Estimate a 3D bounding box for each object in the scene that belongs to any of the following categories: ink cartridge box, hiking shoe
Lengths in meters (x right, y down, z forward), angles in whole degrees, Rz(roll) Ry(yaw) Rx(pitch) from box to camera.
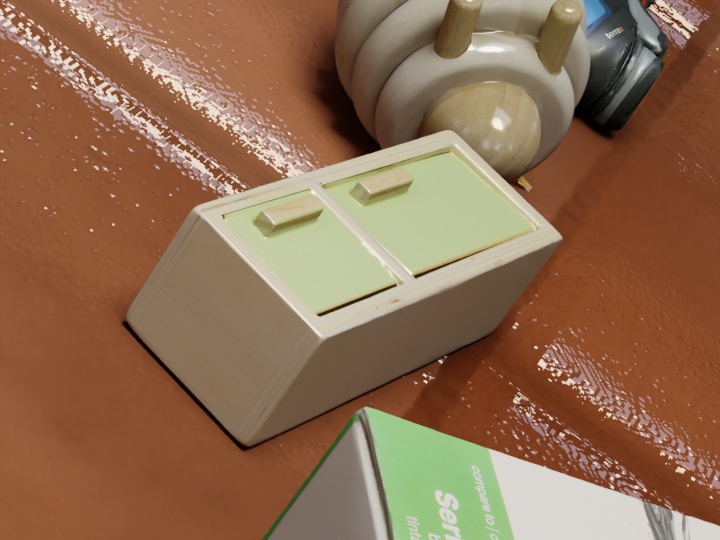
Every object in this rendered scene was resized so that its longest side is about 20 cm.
[{"bbox_3d":[0.054,0.145,0.702,0.199,0.146,0.084,19,33,-25],"label":"ink cartridge box"},{"bbox_3d":[0.128,-0.167,1.292,0.086,0.074,0.200,27,31,-16],"label":"hiking shoe"}]

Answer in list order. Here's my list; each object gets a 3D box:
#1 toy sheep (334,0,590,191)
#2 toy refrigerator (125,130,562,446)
[{"bbox_3d":[0.049,-0.118,1.085,0.137,0.138,0.201,19,42,-25],"label":"toy sheep"},{"bbox_3d":[0.000,0.000,0.931,0.076,0.070,0.200,45,32,16],"label":"toy refrigerator"}]
